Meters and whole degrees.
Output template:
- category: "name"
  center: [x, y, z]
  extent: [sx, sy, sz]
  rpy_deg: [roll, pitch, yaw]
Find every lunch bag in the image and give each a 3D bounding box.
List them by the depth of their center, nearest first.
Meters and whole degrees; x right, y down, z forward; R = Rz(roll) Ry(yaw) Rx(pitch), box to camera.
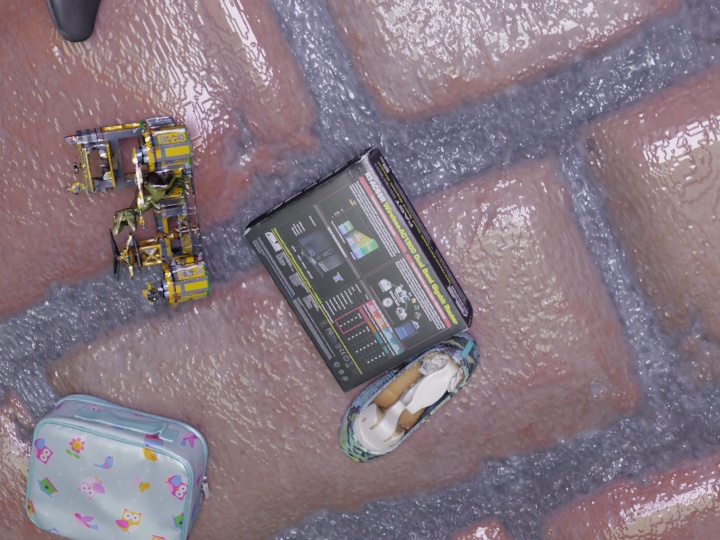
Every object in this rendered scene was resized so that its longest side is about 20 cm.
- category: "lunch bag"
  center: [-0.268, 0.229, 1.075]
  extent: [0.198, 0.077, 0.162]
  rpy_deg: [14, 109, 4]

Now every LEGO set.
- category: "LEGO set"
  center: [-0.221, -0.058, 0.928]
  extent: [0.115, 0.154, 0.202]
  rpy_deg: [-11, 121, -15]

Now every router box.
- category: "router box"
  center: [0.000, 0.000, 0.958]
  extent: [0.149, 0.062, 0.201]
  rpy_deg: [-28, 100, 18]

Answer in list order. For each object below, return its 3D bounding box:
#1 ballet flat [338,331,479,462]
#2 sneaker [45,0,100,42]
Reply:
- category: "ballet flat"
  center: [0.042, 0.139, 0.998]
  extent: [0.074, 0.074, 0.200]
  rpy_deg: [39, 110, -5]
- category: "sneaker"
  center: [-0.242, -0.309, 0.891]
  extent: [0.088, 0.074, 0.202]
  rpy_deg: [11, 110, 7]
